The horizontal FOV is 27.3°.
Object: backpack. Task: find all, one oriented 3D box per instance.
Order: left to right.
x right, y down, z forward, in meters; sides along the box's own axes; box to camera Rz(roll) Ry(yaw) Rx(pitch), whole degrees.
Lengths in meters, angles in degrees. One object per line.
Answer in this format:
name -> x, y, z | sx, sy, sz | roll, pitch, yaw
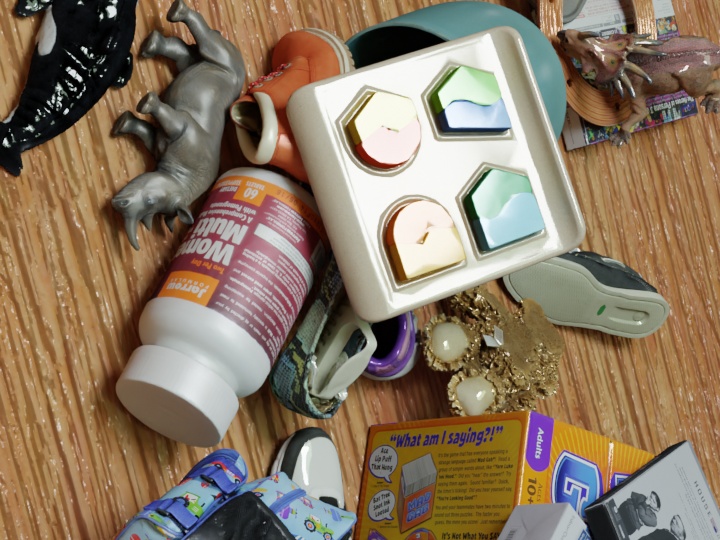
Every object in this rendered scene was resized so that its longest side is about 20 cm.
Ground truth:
backpack -> -0.102, 0.218, 1.082 | 0.135, 0.183, 0.200 | 48, 34, 5

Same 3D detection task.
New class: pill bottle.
pill bottle -> -0.105, 0.028, 1.153 | 0.109, 0.109, 0.202 | 42, 58, -27

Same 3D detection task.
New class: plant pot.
plant pot -> 0.089, -0.144, 1.302 | 0.161, 0.199, 0.203 | -36, 106, -46

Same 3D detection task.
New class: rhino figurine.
rhino figurine -> -0.146, -0.108, 1.176 | 0.087, 0.059, 0.203 | 28, 67, -30

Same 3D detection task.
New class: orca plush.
orca plush -> -0.216, -0.169, 1.119 | 0.106, 0.071, 0.200 | 54, 53, -20

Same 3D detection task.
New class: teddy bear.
teddy bear -> 0.114, 0.082, 1.335 | 0.145, 0.067, 0.200 | 49, 29, -2

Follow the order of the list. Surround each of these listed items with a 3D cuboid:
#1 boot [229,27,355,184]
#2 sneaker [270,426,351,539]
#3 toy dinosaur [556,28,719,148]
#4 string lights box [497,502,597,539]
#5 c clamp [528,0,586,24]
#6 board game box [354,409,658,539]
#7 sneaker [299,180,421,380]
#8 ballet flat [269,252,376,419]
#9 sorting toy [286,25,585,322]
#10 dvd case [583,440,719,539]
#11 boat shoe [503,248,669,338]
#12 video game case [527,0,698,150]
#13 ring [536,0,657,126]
boot -> -0.059, -0.143, 1.208 | 0.106, 0.076, 0.201 | 9, 35, -22
sneaker -> -0.027, 0.228, 1.205 | 0.073, 0.080, 0.203 | 4, 78, -39
toy dinosaur -> 0.296, -0.200, 1.437 | 0.197, 0.136, 0.087 | -15, 68, 0
string lights box -> 0.168, 0.280, 1.110 | 0.201, 0.059, 0.103 | 51, 52, -21
c clamp -> 0.184, -0.341, 1.481 | 0.171, 0.027, 0.201 | 49, 55, -18
board game box -> 0.129, 0.245, 1.254 | 0.198, 0.199, 0.203 | 21, 70, -36
sneaker -> 0.000, 0.000, 1.248 | 0.088, 0.079, 0.203 | -46, 118, -81
ballet flat -> -0.001, 0.029, 1.168 | 0.074, 0.074, 0.202 | 18, 104, -36
sorting toy -> 0.062, -0.077, 1.137 | 0.198, 0.036, 0.188 | -19, 90, -16
dvd case -> 0.248, 0.228, 1.162 | 0.199, 0.025, 0.152 | -14, 81, -59
boat shoe -> 0.216, 0.012, 1.472 | 0.198, 0.072, 0.068 | 16, 35, -31
video game case -> 0.268, -0.234, 1.567 | 0.198, 0.036, 0.184 | -18, 93, -40
ring -> 0.237, -0.247, 1.495 | 0.199, 0.019, 0.204 | 2, 87, -44
